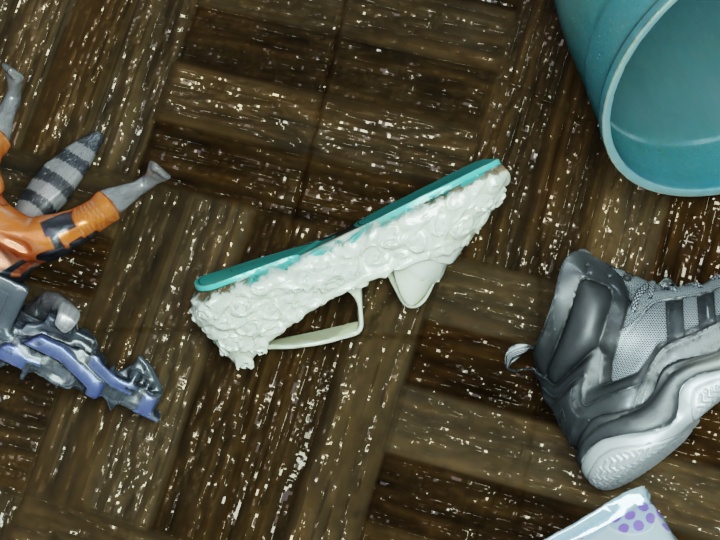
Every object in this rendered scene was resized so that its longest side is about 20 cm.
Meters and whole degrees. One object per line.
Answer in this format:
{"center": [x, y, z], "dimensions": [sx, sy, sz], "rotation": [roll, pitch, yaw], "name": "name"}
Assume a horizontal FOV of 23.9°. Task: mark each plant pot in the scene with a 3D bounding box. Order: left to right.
{"center": [0.188, -0.177, 0.935], "dimensions": [0.199, 0.200, 0.189], "rotation": [-24, 55, 1], "name": "plant pot"}

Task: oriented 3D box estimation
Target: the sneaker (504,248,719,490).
{"center": [0.172, 0.017, 0.926], "dimensions": [0.200, 0.076, 0.114], "rotation": [-41, 73, -2], "name": "sneaker"}

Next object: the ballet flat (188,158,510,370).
{"center": [0.000, 0.000, 0.977], "dimensions": [0.199, 0.072, 0.072], "rotation": [-23, 70, 4], "name": "ballet flat"}

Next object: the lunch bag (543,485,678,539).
{"center": [0.099, 0.232, 0.847], "dimensions": [0.199, 0.127, 0.170], "rotation": [-29, 68, 7], "name": "lunch bag"}

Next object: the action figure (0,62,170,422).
{"center": [-0.190, 0.008, 1.003], "dimensions": [0.199, 0.105, 0.194], "rotation": [34, 87, -10], "name": "action figure"}
